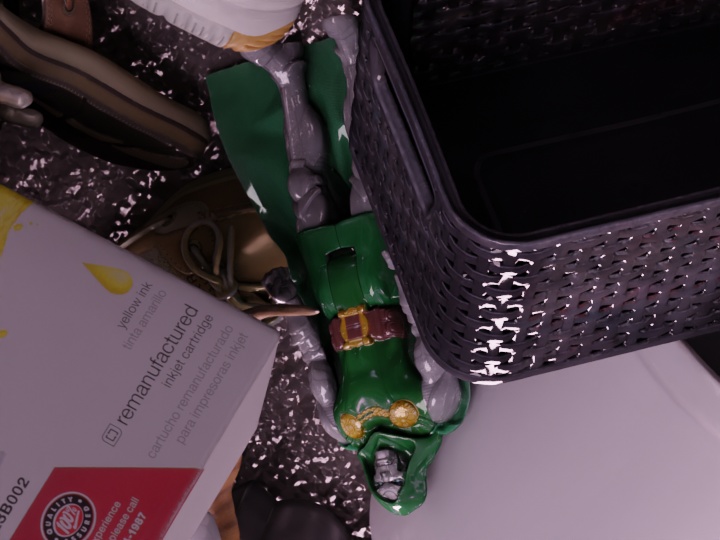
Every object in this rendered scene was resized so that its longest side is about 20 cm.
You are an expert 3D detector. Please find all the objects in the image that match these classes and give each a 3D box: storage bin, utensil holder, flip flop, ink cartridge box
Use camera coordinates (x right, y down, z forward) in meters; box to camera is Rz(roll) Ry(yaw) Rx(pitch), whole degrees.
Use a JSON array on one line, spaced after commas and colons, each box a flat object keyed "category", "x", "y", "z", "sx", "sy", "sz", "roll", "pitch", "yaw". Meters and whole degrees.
[{"category": "storage bin", "x": 0.106, "y": -0.055, "z": 0.969, "sx": 0.199, "sy": 0.136, "sz": 0.094, "roll": -13, "pitch": 148, "yaw": -13}, {"category": "utensil holder", "x": 0.120, "y": 0.071, "z": 1.096, "sx": 0.169, "sy": 0.170, "sz": 0.200, "roll": 31, "pitch": 128, "yaw": -9}, {"category": "flip flop", "x": -0.135, "y": -0.103, "z": 1.086, "sx": 0.200, "sy": 0.058, "sz": 0.081, "roll": 31, "pitch": 163, "yaw": -36}, {"category": "ink cartridge box", "x": -0.152, "y": 0.049, "z": 1.013, "sx": 0.199, "sy": 0.145, "sz": 0.084, "roll": 27, "pitch": 151, "yaw": 6}]

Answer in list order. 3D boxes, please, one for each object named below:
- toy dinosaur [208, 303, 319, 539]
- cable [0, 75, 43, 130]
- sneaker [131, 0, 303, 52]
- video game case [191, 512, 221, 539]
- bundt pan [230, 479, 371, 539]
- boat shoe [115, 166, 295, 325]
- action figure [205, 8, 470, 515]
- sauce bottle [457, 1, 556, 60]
[{"category": "toy dinosaur", "x": -0.074, "y": 0.061, "z": 1.128, "sx": 0.106, "sy": 0.061, "sz": 0.201, "roll": 10, "pitch": 133, "yaw": 2}, {"category": "cable", "x": -0.222, "y": -0.089, "z": 1.077, "sx": 0.199, "sy": 0.097, "sz": 0.051, "roll": 24, "pitch": 90, "yaw": 11}, {"category": "sneaker", "x": -0.104, "y": -0.167, "z": 1.052, "sx": 0.199, "sy": 0.076, "sz": 0.088, "roll": 24, "pitch": 109, "yaw": -7}, {"category": "video game case", "x": -0.133, "y": 0.172, "z": 1.194, "sx": 0.181, "sy": 0.023, "sz": 0.201, "roll": 3, "pitch": 135, "yaw": 16}, {"category": "bundt pan", "x": -0.059, "y": 0.180, "z": 1.266, "sx": 0.201, "sy": 0.076, "sz": 0.203, "roll": 6, "pitch": 125, "yaw": 8}, {"category": "boat shoe", "x": -0.089, "y": 0.013, "z": 1.166, "sx": 0.200, "sy": 0.063, "sz": 0.073, "roll": -18, "pitch": 119, "yaw": 24}, {"category": "action figure", "x": 0.000, "y": 0.000, "z": 1.079, "sx": 0.118, "sy": 0.055, "sz": 0.201, "roll": -17, "pitch": 82, "yaw": 32}, {"category": "sauce bottle", "x": 0.101, "y": -0.156, "z": 1.005, "sx": 0.066, "sy": 0.066, "sz": 0.200, "roll": 29, "pitch": 125, "yaw": -8}]
